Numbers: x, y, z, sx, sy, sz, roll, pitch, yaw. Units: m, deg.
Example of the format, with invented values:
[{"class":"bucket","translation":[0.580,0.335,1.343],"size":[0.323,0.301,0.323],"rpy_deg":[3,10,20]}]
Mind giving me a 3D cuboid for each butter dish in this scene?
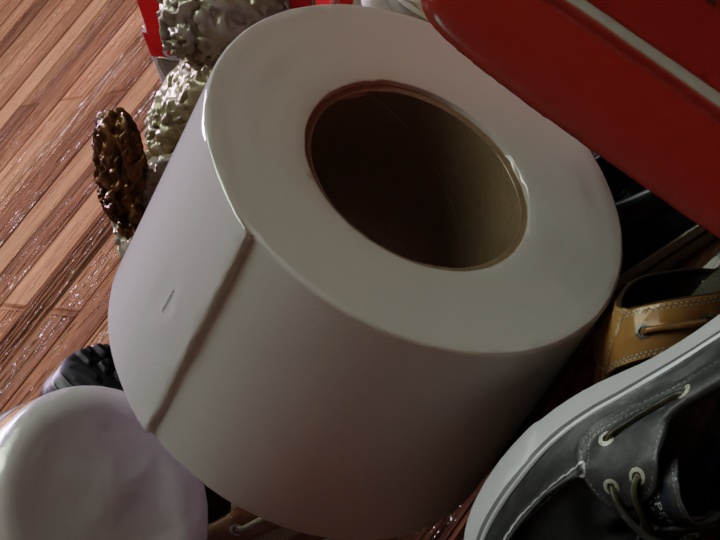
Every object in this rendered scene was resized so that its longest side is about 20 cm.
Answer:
[{"class":"butter dish","translation":[0.148,-0.110,0.940],"size":[0.200,0.199,0.148],"rpy_deg":[-53,-8,-14]}]

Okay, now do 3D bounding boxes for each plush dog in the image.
[{"class":"plush dog","translation":[-0.071,-0.043,1.183],"size":[0.160,0.200,0.172],"rpy_deg":[-39,15,44]}]

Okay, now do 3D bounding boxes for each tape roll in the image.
[{"class":"tape roll","translation":[0.000,0.000,0.985],"size":[0.140,0.201,0.204],"rpy_deg":[-59,7,43]}]

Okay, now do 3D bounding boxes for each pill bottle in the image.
[{"class":"pill bottle","translation":[-0.168,0.129,1.047],"size":[0.199,0.116,0.117],"rpy_deg":[-22,32,52]}]

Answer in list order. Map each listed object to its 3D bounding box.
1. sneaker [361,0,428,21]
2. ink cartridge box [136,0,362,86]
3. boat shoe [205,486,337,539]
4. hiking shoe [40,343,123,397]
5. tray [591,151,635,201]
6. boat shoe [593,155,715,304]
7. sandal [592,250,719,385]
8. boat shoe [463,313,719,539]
[{"class":"sneaker","translation":[0.048,-0.189,1.271],"size":[0.201,0.075,0.092],"rpy_deg":[-55,12,34]},{"class":"ink cartridge box","translation":[-0.054,-0.121,1.298],"size":[0.115,0.201,0.068],"rpy_deg":[4,51,17]},{"class":"boat shoe","translation":[-0.039,0.106,1.095],"size":[0.200,0.072,0.076],"rpy_deg":[-40,22,15]},{"class":"hiking shoe","translation":[-0.125,0.107,1.152],"size":[0.076,0.200,0.101],"rpy_deg":[39,88,24]},{"class":"tray","translation":[0.115,-0.064,1.180],"size":[0.107,0.022,0.200],"rpy_deg":[-44,21,5]},{"class":"boat shoe","translation":[0.158,-0.057,1.035],"size":[0.199,0.062,0.075],"rpy_deg":[-38,21,18]},{"class":"sandal","translation":[0.140,0.021,0.935],"size":[0.200,0.055,0.082],"rpy_deg":[-46,21,1]},{"class":"boat shoe","translation":[0.126,0.076,0.858],"size":[0.199,0.070,0.066],"rpy_deg":[-34,22,10]}]
